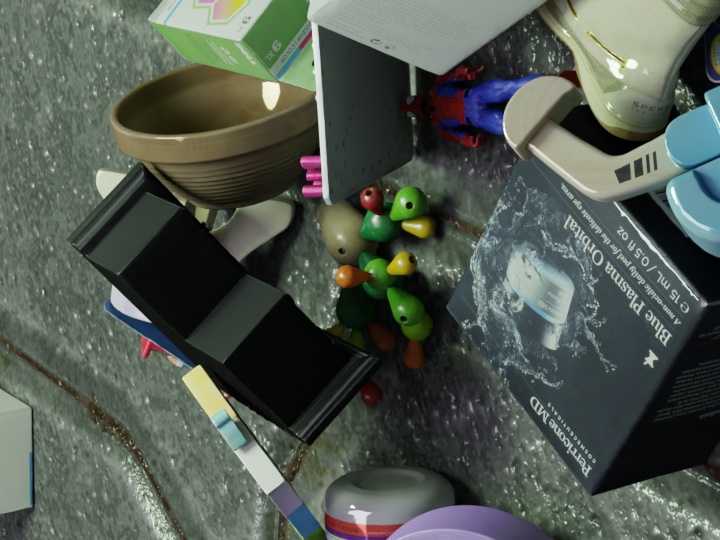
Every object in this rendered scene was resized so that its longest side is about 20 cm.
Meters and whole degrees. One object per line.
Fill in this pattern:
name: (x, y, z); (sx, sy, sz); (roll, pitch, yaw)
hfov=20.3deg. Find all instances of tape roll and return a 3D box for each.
tape roll: (0.084, 0.291, 1.596); (0.200, 0.066, 0.200); (4, 101, 20)

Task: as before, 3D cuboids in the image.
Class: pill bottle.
pill bottle: (0.028, 0.274, 1.709); (0.112, 0.112, 0.200); (11, 107, 52)

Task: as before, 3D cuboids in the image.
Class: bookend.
bookend: (-0.113, 0.024, 1.625); (0.200, 0.092, 0.199); (46, 170, -25)

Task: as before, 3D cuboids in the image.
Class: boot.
boot: (0.184, -0.211, 1.380); (0.155, 0.072, 0.200); (113, 143, -49)

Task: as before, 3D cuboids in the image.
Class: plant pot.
plant pot: (-0.109, -0.114, 1.739); (0.201, 0.201, 0.093); (20, 130, 50)

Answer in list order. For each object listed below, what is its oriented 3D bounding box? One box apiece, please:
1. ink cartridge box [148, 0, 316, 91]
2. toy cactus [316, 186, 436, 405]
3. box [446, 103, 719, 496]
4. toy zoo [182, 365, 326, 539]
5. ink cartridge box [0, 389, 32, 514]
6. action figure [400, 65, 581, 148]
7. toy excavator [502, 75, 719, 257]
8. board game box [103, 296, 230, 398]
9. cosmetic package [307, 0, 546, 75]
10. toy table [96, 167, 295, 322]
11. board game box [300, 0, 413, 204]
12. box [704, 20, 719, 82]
ink cartridge box: (-0.085, -0.225, 1.736); (0.200, 0.104, 0.059); (20, 159, 50)
toy cactus: (0.000, 0.000, 1.709); (0.165, 0.102, 0.200); (-125, 31, -45)
box: (0.187, 0.017, 1.426); (0.197, 0.117, 0.200); (53, 138, 31)
toy zoo: (-0.088, 0.155, 1.674); (0.131, 0.020, 0.200); (51, 174, 28)
ink cartridge box: (-0.491, 0.203, 2.387); (0.200, 0.125, 0.129); (21, 115, 49)
action figure: (0.098, -0.129, 1.571); (0.200, 0.052, 0.066); (6, 106, 56)
toy excavator: (0.212, -0.066, 1.294); (0.200, 0.100, 0.195); (-25, 73, 10)
board game box: (-0.150, 0.083, 1.842); (0.200, 0.158, 0.039); (30, 103, 33)
cosmetic package: (0.074, -0.277, 1.424); (0.200, 0.123, 0.200); (-31, 44, 58)
toy table: (-0.159, -0.023, 1.851); (0.200, 0.184, 0.117); (-113, 32, -77)
board game box: (-0.006, -0.168, 1.573); (0.026, 0.200, 0.200); (1, 104, 20)
box: (0.300, -0.183, 1.291); (0.200, 0.032, 0.121); (6, 103, 53)
